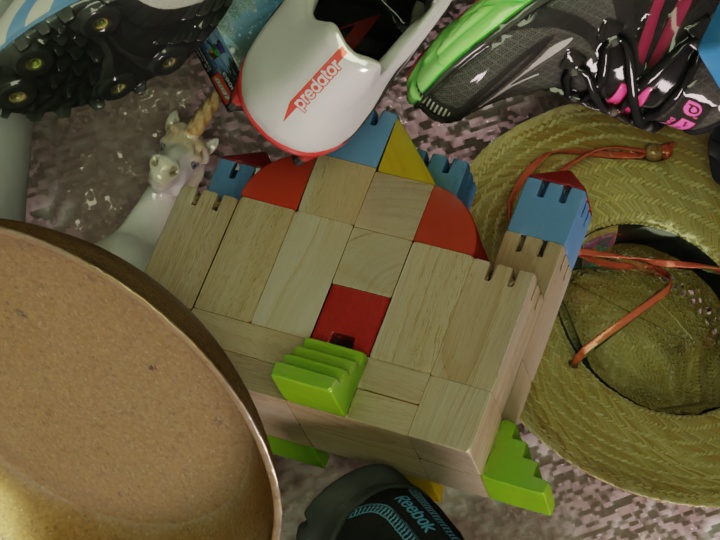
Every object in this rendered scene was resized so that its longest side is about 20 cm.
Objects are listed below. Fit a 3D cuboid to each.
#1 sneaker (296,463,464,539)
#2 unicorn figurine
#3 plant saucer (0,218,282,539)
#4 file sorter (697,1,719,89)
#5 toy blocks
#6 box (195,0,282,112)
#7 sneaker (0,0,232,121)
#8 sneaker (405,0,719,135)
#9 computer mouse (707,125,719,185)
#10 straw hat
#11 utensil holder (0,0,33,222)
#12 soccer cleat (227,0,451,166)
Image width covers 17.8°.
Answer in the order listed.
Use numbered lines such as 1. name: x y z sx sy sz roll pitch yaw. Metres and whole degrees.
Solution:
1. sneaker: 0.025 0.177 0.876 0.073 0.082 0.200 -22 113 -22
2. unicorn figurine: -0.091 0.026 0.978 0.074 0.137 0.200 2 116 31
3. plant saucer: -0.113 0.050 0.874 0.200 0.200 0.035 37 48 -3
4. file sorter: 0.244 -0.112 0.907 0.139 0.123 0.200 52 51 -31
5. toy blocks: 0.000 0.000 0.905 0.200 0.100 0.137 14 69 19
6. box: -0.002 -0.173 0.979 0.200 0.038 0.137 -29 93 -21
7. sneaker: -0.074 -0.136 0.882 0.200 0.072 0.072 -42 60 2
8. sneaker: 0.114 -0.092 0.926 0.200 0.077 0.084 -17 85 -17
9. computer mouse: 0.154 -0.074 0.990 0.200 0.034 0.059 39 60 15
10. straw hat: 0.123 0.030 0.989 0.201 0.085 0.201 5 57 -8
11. utensil holder: -0.209 -0.110 0.930 0.170 0.170 0.200 2 92 -4
12. soccer cleat: 0.015 -0.125 0.894 0.069 0.085 0.200 38 53 -10
